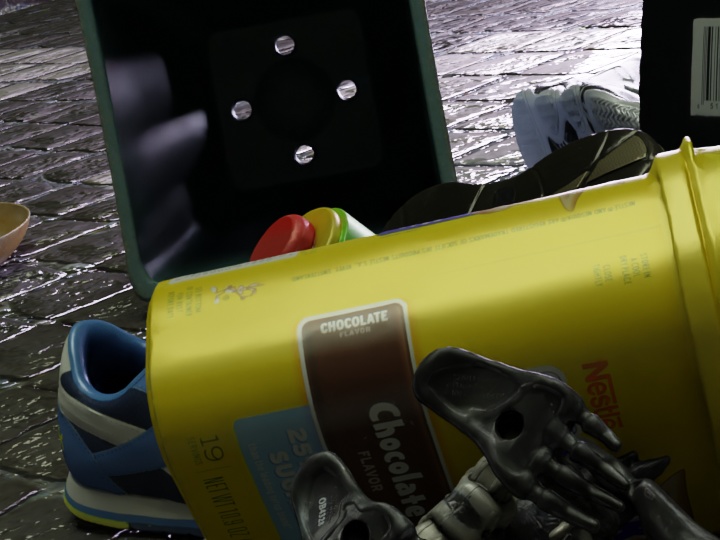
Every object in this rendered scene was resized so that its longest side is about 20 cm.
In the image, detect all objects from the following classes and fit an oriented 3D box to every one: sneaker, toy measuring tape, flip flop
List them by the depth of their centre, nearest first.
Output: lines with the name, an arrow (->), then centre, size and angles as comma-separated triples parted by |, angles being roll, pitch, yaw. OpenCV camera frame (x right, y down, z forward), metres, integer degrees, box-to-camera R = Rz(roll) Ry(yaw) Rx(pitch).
sneaker -> -0.046, 0.061, 0.821 | 0.198, 0.083, 0.074 | 0, 17, 31
toy measuring tape -> 0.000, 0.000, 0.988 | 0.073, 0.074, 0.199 | -21, 5, -32
flip flop -> 0.076, -0.012, 1.029 | 0.199, 0.058, 0.082 | -22, 39, 35
sneaker -> 0.174, -0.092, 1.235 | 0.114, 0.076, 0.200 | -18, 12, -14

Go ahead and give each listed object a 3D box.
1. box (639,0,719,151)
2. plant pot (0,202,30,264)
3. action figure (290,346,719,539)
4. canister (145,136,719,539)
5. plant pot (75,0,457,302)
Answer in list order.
box -> 0.264, -0.105, 1.048 | 0.199, 0.105, 0.147 | -4, 7, -36
plant pot -> -0.319, -0.005, 1.389 | 0.198, 0.028, 0.200 | -10, 15, 3
action figure -> 0.050, 0.096, 0.578 | 0.119, 0.102, 0.200 | -38, -27, 2
canister -> 0.042, 0.044, 0.691 | 0.198, 0.149, 0.087 | -12, 48, 9
plant pot -> -0.046, -0.102, 1.248 | 0.194, 0.198, 0.200 | -10, 4, 4
